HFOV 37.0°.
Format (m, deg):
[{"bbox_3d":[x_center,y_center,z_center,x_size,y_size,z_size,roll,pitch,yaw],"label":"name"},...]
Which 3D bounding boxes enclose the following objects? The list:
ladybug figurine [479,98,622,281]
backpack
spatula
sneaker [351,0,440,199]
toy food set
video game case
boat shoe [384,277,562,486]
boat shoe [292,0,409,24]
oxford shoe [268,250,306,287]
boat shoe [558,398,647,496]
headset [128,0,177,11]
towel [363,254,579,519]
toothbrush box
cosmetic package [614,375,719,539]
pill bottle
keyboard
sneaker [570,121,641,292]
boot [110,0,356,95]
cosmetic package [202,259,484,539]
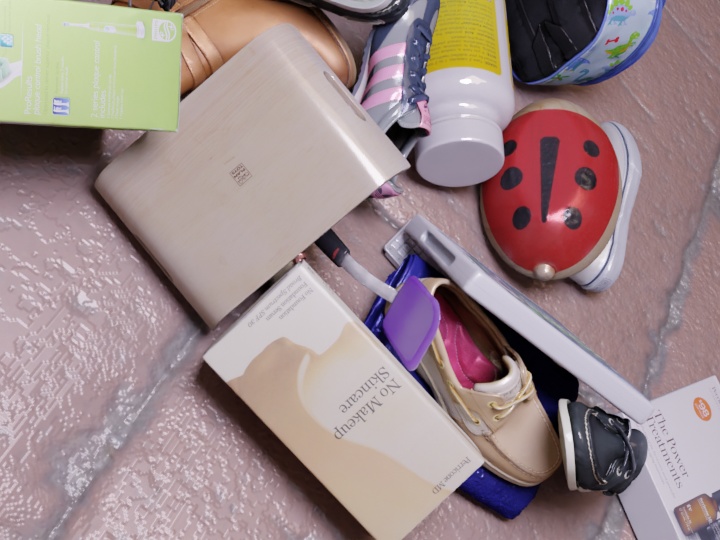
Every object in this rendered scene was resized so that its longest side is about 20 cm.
[{"bbox_3d":[0.180,-0.084,1.021,0.135,0.072,0.201,-1,61,10],"label":"ladybug figurine"},{"bbox_3d":[0.231,-0.298,1.126,0.146,0.183,0.201,0,72,-32],"label":"backpack"},{"bbox_3d":[0.000,0.000,0.862,0.021,0.057,0.200,7,30,-47],"label":"spatula"},{"bbox_3d":[0.039,-0.155,0.935,0.070,0.082,0.201,17,95,-55],"label":"sneaker"},{"bbox_3d":[-0.084,-0.070,0.815,0.144,0.200,0.060,51,6,3],"label":"toy food set"},{"bbox_3d":[0.138,0.036,0.909,0.200,0.182,0.023,37,97,-20],"label":"video game case"},{"bbox_3d":[0.098,0.089,0.853,0.074,0.069,0.200,-43,98,-26],"label":"boat shoe"},{"bbox_3d":[-0.049,-0.261,0.914,0.200,0.076,0.060,34,4,19],"label":"boat shoe"},{"bbox_3d":[-0.093,-0.038,0.869,0.074,0.071,0.201,-22,84,-8],"label":"oxford shoe"},{"bbox_3d":[0.202,0.148,0.882,0.199,0.066,0.075,52,35,-62],"label":"boat shoe"},{"bbox_3d":[-0.225,-0.260,0.838,0.200,0.094,0.124,30,38,11],"label":"headset"},{"bbox_3d":[0.081,0.100,0.910,0.200,0.050,0.148,36,67,-14],"label":"towel"},{"bbox_3d":[-0.243,-0.145,0.746,0.199,0.145,0.086,0,99,-35],"label":"toothbrush box"},{"bbox_3d":[0.317,0.213,1.009,0.150,0.052,0.201,-12,74,-40],"label":"cosmetic package"},{"bbox_3d":[0.088,-0.186,1.020,0.111,0.111,0.201,14,59,-27],"label":"pill bottle"},{"bbox_3d":[0.100,0.040,0.978,0.200,0.011,0.056,49,50,-4],"label":"keyboard"},{"bbox_3d":[0.233,-0.077,1.086,0.071,0.073,0.201,28,55,-23],"label":"sneaker"},{"bbox_3d":[-0.114,-0.185,0.915,0.200,0.074,0.155,36,50,2],"label":"boot"},{"bbox_3d":[-0.013,0.098,0.807,0.105,0.071,0.200,-44,94,1],"label":"cosmetic package"}]
